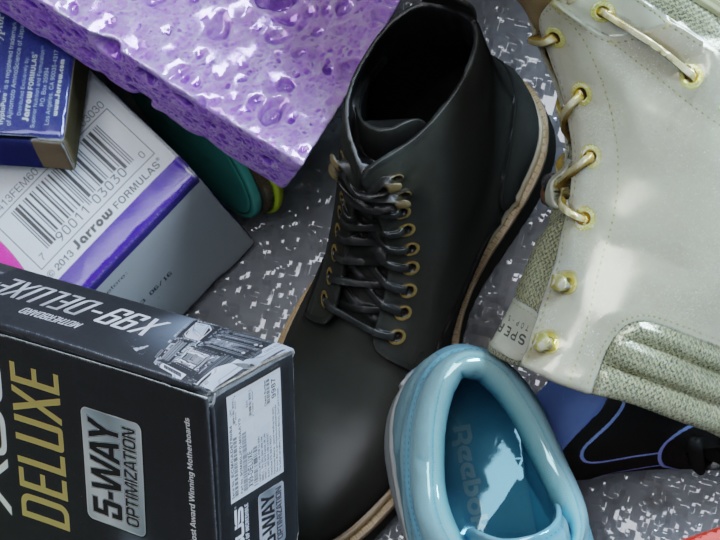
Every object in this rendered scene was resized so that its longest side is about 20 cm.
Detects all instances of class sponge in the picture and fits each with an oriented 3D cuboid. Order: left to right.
[{"bbox_3d":[-0.082,-0.128,1.050,0.199,0.030,0.112,32,66,-2],"label":"sponge"}]

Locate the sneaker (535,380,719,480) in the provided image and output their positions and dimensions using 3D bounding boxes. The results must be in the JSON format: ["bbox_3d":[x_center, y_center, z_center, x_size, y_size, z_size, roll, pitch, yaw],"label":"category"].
[{"bbox_3d":[0.159,0.044,1.051,0.199,0.070,0.078,-24,66,5],"label":"sneaker"}]

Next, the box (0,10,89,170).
[{"bbox_3d":[-0.197,-0.103,1.078,0.199,0.032,0.122,4,70,7],"label":"box"}]

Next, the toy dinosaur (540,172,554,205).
[{"bbox_3d":[0.146,-0.091,1.051,0.135,0.201,0.086,-9,38,-29],"label":"toy dinosaur"}]

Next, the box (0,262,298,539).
[{"bbox_3d":[-0.094,0.106,1.021,0.157,0.050,0.201,15,118,33],"label":"box"}]

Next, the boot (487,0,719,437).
[{"bbox_3d":[0.074,-0.042,0.984,0.199,0.072,0.155,26,98,-4],"label":"boot"}]

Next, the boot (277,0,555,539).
[{"bbox_3d":[0.000,0.000,1.062,0.077,0.138,0.201,18,80,17],"label":"boot"}]

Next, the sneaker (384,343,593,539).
[{"bbox_3d":[0.053,0.121,1.004,0.074,0.082,0.201,-20,78,-7],"label":"sneaker"}]

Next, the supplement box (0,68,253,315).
[{"bbox_3d":[-0.152,-0.051,1.129,0.101,0.103,0.200,-46,72,-3],"label":"supplement box"}]

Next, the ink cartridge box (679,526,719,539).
[{"bbox_3d":[0.077,0.188,1.041,0.199,0.050,0.163,-20,72,10],"label":"ink cartridge box"}]

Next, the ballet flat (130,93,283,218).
[{"bbox_3d":[-0.083,-0.106,1.153,0.067,0.067,0.200,-38,67,-22],"label":"ballet flat"}]
